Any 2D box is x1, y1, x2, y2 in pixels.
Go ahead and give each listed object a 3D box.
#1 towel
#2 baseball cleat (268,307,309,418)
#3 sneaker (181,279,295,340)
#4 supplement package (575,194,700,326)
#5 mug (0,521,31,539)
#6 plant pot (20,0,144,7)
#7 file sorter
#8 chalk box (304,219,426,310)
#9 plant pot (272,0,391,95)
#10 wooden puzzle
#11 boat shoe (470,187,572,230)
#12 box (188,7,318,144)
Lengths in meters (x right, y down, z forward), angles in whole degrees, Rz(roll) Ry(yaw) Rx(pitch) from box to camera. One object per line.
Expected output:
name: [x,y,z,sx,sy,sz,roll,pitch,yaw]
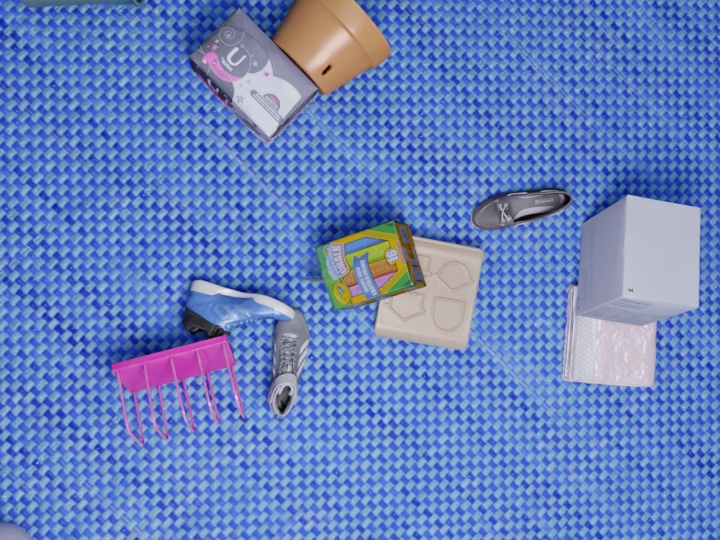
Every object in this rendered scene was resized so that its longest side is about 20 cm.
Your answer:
towel: [0.500,0.128,1.643,0.190,0.032,0.201,3,91,-8]
baseball cleat: [-0.128,0.171,1.516,0.069,0.106,0.201,5,90,-9]
sneaker: [-0.225,0.094,1.501,0.199,0.077,0.112,14,76,2]
supplement package: [0.513,-0.013,1.539,0.147,0.200,0.192,9,76,-7]
mug: [-0.658,0.501,1.410,0.199,0.175,0.148,13,89,-8]
plant pot: [-0.495,-0.543,1.421,0.195,0.200,0.201,-8,92,0]
file sorter: [-0.313,0.217,1.455,0.199,0.139,0.126,-14,68,-8]
chalk box: [0.000,0.000,1.502,0.199,0.125,0.124,-19,84,16]
plant pot: [-0.063,-0.412,1.477,0.140,0.200,0.200,-45,96,1]
wooden puzzle: [0.129,0.041,1.585,0.185,0.046,0.201,10,94,-8]
boat shoe: [0.313,-0.124,1.600,0.199,0.057,0.067,-13,93,-8]
box: [-0.195,-0.347,1.496,0.200,0.115,0.132,45,84,-6]
